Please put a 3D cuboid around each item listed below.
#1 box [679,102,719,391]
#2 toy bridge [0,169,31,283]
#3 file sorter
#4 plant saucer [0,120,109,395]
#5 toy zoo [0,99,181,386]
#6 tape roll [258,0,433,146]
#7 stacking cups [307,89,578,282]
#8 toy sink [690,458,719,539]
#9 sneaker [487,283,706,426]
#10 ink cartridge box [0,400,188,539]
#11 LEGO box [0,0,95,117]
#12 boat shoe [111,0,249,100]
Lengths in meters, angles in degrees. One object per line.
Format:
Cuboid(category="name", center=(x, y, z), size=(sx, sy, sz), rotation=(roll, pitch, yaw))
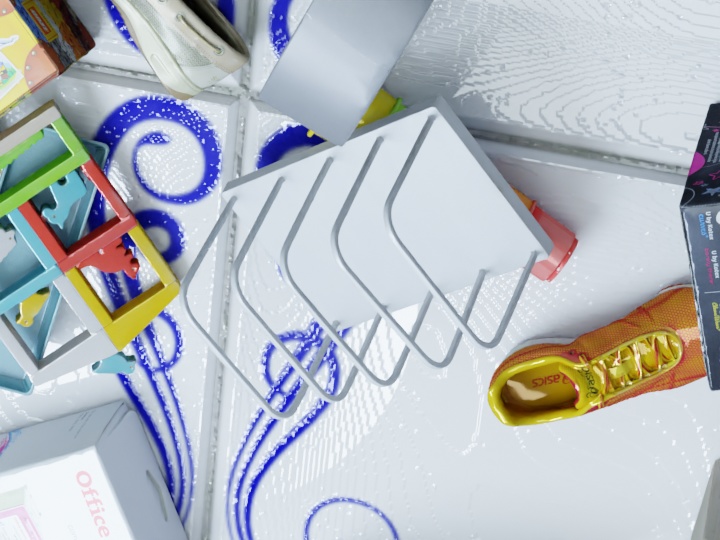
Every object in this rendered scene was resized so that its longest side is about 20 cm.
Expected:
Cuboid(category="box", center=(0.280, -0.023, 1.614), size=(0.114, 0.200, 0.133), rotation=(-6, 111, 17))
Cuboid(category="toy bridge", center=(-0.294, -0.087, 1.821), size=(0.067, 0.027, 0.201), rotation=(-26, 103, 19))
Cuboid(category="file sorter", center=(0.000, 0.000, 1.691), size=(0.199, 0.125, 0.139), rotation=(-20, 120, 37))
Cuboid(category="plant saucer", center=(-0.244, -0.009, 1.820), size=(0.070, 0.019, 0.201), rotation=(15, 106, -15))
Cuboid(category="toy zoo", center=(-0.219, -0.006, 1.805), size=(0.131, 0.020, 0.200), rotation=(-33, 112, 2))
Cuboid(category="tape roll", center=(0.011, -0.181, 1.613), size=(0.066, 0.200, 0.201), rotation=(30, 115, -4))
Cuboid(category="stacking cups", center=(0.062, -0.065, 1.728), size=(0.199, 0.061, 0.061), rotation=(33, 115, -2))
Cuboid(category="toy sink", center=(0.274, 0.259, 1.770), size=(0.111, 0.130, 0.201), rotation=(16, 114, 6))
Cuboid(category="sneaker", center=(0.183, 0.068, 1.743), size=(0.199, 0.077, 0.073), rotation=(-23, 103, 19))
Cuboid(category="ink cartridge box", center=(-0.246, 0.200, 1.894), size=(0.199, 0.085, 0.145), rotation=(-17, 107, 18))
Cuboid(category="LEGO box", center=(-0.291, -0.119, 1.718), size=(0.200, 0.149, 0.077), rotation=(-35, 98, 10))
Cuboid(category="boat shoe", center=(-0.148, -0.212, 1.713), size=(0.065, 0.072, 0.201), rotation=(-26, 109, 20))
